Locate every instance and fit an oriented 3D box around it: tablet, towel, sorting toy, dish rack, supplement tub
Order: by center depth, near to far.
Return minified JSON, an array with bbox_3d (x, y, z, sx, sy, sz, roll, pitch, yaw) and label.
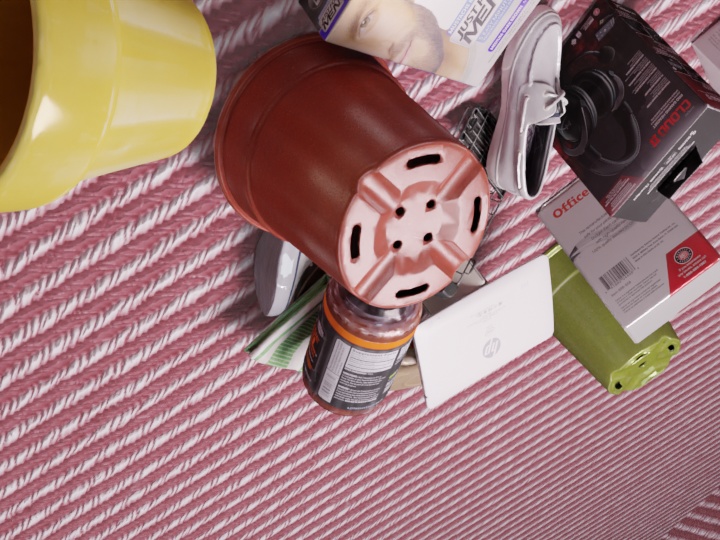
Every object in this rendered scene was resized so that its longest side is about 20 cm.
[{"bbox_3d":[0.004,0.061,1.014,0.106,0.108,0.201,-12,143,-27],"label":"supplement tub"},{"bbox_3d":[0.101,-0.077,1.054,0.202,0.054,0.153,-61,144,-9],"label":"dish rack"},{"bbox_3d":[-0.032,0.071,1.123,0.152,0.023,0.199,-43,151,12],"label":"towel"},{"bbox_3d":[0.152,0.074,1.136,0.198,0.014,0.131,-27,128,-19],"label":"tablet"},{"bbox_3d":[0.068,0.121,1.222,0.183,0.037,0.200,-5,162,-32],"label":"sorting toy"}]

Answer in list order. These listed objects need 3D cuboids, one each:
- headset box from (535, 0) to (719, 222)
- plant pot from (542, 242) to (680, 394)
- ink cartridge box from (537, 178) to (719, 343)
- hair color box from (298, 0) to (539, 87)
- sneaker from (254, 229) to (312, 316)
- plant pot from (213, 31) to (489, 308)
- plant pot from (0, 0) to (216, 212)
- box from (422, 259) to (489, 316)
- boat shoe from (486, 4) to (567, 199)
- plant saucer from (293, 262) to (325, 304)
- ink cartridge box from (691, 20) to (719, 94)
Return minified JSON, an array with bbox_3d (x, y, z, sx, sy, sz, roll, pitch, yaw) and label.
[{"bbox_3d":[0.282,-0.161,0.993,0.077,0.201,0.149,3,135,-42],"label":"headset box"},{"bbox_3d":[0.355,0.069,1.365,0.198,0.191,0.201,-21,147,-15],"label":"plant pot"},{"bbox_3d":[0.345,-0.034,1.214,0.144,0.201,0.084,-37,150,10],"label":"ink cartridge box"},{"bbox_3d":[0.056,-0.239,0.832,0.198,0.065,0.110,6,132,-41],"label":"hair color box"},{"bbox_3d":[-0.063,-0.028,1.000,0.070,0.074,0.201,-5,138,-27],"label":"sneaker"},{"bbox_3d":[0.000,-0.079,0.824,0.198,0.195,0.203,-17,127,-24],"label":"plant pot"},{"bbox_3d":[-0.205,-0.143,0.641,0.201,0.201,0.188,-50,159,27],"label":"plant pot"},{"bbox_3d":[0.128,0.034,1.209,0.082,0.069,0.200,-39,159,7],"label":"box"},{"bbox_3d":[0.182,-0.169,0.988,0.071,0.068,0.202,-10,124,-37],"label":"boat shoe"},{"bbox_3d":[0.000,0.000,1.113,0.198,0.037,0.201,-26,150,-16],"label":"plant saucer"},{"bbox_3d":[0.530,-0.260,1.117,0.199,0.148,0.146,-40,146,14],"label":"ink cartridge box"}]
